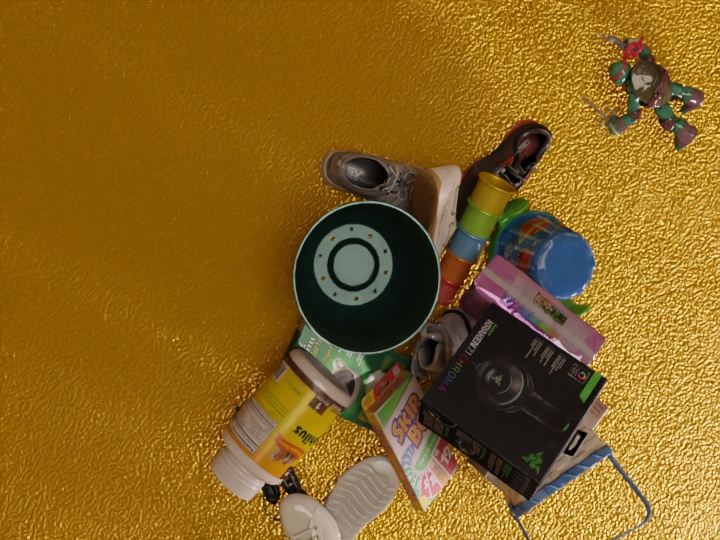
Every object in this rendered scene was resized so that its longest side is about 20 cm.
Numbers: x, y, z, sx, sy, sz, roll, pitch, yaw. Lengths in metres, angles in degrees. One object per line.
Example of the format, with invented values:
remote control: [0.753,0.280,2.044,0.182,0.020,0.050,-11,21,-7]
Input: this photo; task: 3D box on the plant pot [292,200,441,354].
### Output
plant pot: [0.000,0.000,1.408,0.197,0.161,0.204,-1,98,-7]

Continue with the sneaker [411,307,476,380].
sneaker: [0.129,0.161,1.475,0.114,0.074,0.203,-12,95,-54]

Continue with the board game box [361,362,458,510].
board game box: [0.073,0.239,1.466,0.095,0.030,0.202,-43,116,-35]

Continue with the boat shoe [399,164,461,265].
boat shoe: [0.107,-0.063,1.442,0.069,0.071,0.202,-21,143,-30]

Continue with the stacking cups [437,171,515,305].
stacking cups: [0.151,-0.042,1.464,0.060,0.061,0.202,22,112,-13]

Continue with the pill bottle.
pill bottle: [-0.114,0.214,1.391,0.109,0.109,0.200,41,92,-13]

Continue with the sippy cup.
sippy cup: [0.272,-0.015,1.482,0.176,0.130,0.141,19,93,-19]

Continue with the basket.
basket: [0.285,0.299,1.413,0.175,0.139,0.201,-27,69,-9]

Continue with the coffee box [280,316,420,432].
coffee box: [-0.017,0.152,1.482,0.198,0.044,0.124,24,90,-14]

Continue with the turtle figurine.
turtle figurine: [0.422,-0.268,1.520,0.198,0.101,0.151,25,89,-19]

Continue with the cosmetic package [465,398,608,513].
cosmetic package: [0.266,0.248,1.532,0.103,0.087,0.201,38,86,-14]

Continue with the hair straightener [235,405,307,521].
hair straightener: [-0.138,0.284,1.475,0.076,0.041,0.202,-25,104,-9]

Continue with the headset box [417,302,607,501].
headset box: [0.205,0.178,1.348,0.199,0.093,0.175,35,69,15]

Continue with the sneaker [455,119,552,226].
sneaker: [0.207,-0.141,1.485,0.077,0.082,0.201,37,88,-13]

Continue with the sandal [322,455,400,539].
sandal: [-0.018,0.347,1.499,0.082,0.050,0.203,36,101,-9]

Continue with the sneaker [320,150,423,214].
sneaker: [0.042,-0.120,1.450,0.197,0.082,0.076,11,93,-14]

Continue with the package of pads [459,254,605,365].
package of pads: [0.240,0.071,1.439,0.199,0.121,0.076,38,78,5]

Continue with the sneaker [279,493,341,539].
sneaker: [-0.056,0.414,1.448,0.072,0.085,0.202,-26,102,11]
